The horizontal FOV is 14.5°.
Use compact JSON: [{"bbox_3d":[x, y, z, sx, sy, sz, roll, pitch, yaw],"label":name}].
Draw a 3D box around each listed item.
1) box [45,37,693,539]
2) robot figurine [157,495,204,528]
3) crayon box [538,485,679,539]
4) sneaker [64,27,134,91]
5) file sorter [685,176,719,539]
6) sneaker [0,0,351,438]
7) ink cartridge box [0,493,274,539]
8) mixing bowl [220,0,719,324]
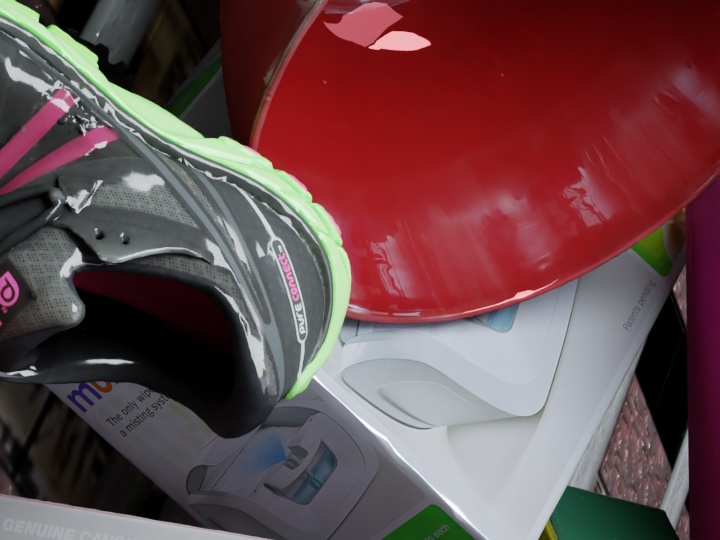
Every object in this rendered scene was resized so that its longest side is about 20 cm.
[{"bbox_3d":[0.000,0.000,0.969,0.176,0.097,0.200,44,44,-8],"label":"box"},{"bbox_3d":[-0.037,0.149,1.009,0.170,0.113,0.200,74,33,-54],"label":"robot figurine"},{"bbox_3d":[0.061,0.198,0.926,0.173,0.058,0.200,-112,-140,-62],"label":"crayon box"},{"bbox_3d":[-0.129,-0.009,0.855,0.200,0.072,0.072,-61,177,-48],"label":"sneaker"},{"bbox_3d":[0.187,0.052,0.918,0.139,0.125,0.200,124,-30,-69],"label":"file sorter"},{"bbox_3d":[-0.097,-0.018,0.773,0.084,0.200,0.077,-72,-171,-45],"label":"sneaker"},{"bbox_3d":[-0.048,0.172,0.892,0.045,0.200,0.176,30,69,-65],"label":"ink cartridge box"},{"bbox_3d":[0.034,-0.091,0.870,0.200,0.108,0.200,-20,142,-17],"label":"mixing bowl"}]
